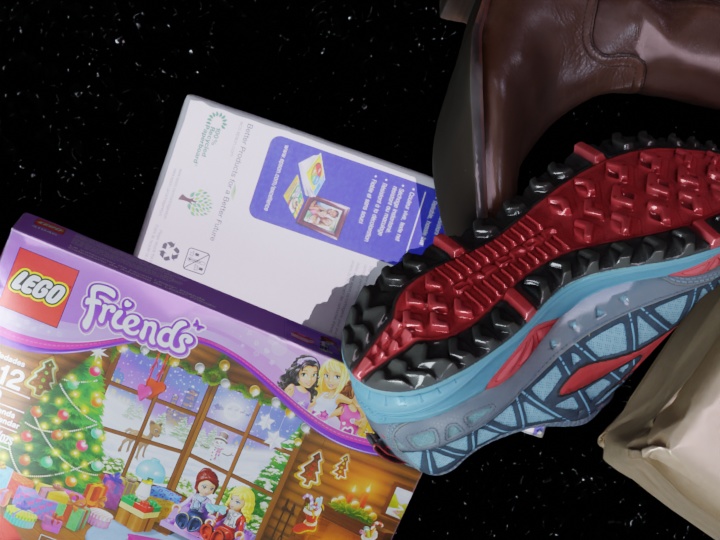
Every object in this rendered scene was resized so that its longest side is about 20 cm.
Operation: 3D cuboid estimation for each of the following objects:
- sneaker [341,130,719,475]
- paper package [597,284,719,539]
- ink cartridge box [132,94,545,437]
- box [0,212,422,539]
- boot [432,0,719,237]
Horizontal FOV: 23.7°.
[{"bbox_3d":[0.083,0.015,0.702,0.199,0.096,0.079,-25,48,-14],"label":"sneaker"},{"bbox_3d":[0.238,0.058,0.733,0.200,0.103,0.191,36,82,-4],"label":"paper package"},{"bbox_3d":[0.000,0.000,0.773,0.199,0.039,0.100,19,84,-5],"label":"ink cartridge box"},{"bbox_3d":[-0.078,0.077,0.736,0.199,0.039,0.137,22,101,-7],"label":"box"},{"bbox_3d":[0.136,-0.077,0.767,0.199,0.064,0.187,9,66,-11],"label":"boot"}]
